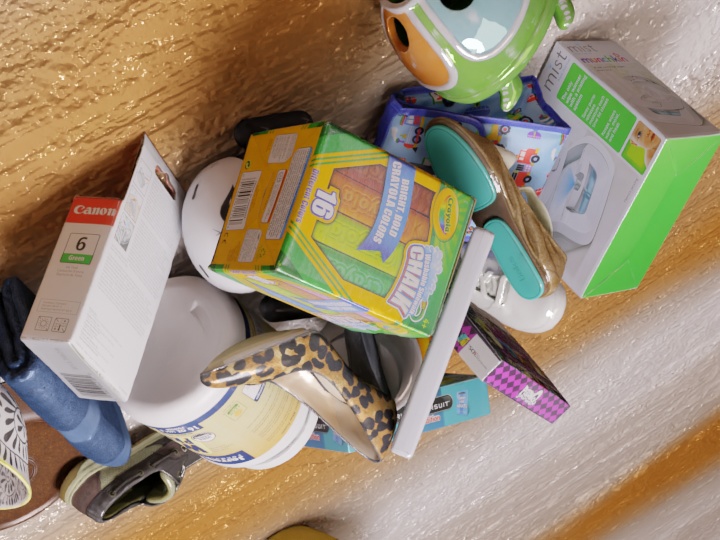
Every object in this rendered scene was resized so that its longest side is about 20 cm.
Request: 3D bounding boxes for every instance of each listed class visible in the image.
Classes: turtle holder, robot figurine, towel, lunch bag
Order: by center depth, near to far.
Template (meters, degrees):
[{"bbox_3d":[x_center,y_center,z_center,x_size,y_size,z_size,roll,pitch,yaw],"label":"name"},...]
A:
[{"bbox_3d":[0.099,-0.238,1.125,0.131,0.141,0.186,27,119,-36],"label":"turtle holder"},{"bbox_3d":[-0.266,0.096,1.173,0.048,0.112,0.200,-26,146,0],"label":"towel"},{"bbox_3d":[-0.060,-0.048,1.187,0.199,0.151,0.125,-10,144,-32],"label":"robot figurine"},{"bbox_3d":[0.081,-0.109,1.317,0.199,0.094,0.151,-2,134,-26],"label":"lunch bag"}]

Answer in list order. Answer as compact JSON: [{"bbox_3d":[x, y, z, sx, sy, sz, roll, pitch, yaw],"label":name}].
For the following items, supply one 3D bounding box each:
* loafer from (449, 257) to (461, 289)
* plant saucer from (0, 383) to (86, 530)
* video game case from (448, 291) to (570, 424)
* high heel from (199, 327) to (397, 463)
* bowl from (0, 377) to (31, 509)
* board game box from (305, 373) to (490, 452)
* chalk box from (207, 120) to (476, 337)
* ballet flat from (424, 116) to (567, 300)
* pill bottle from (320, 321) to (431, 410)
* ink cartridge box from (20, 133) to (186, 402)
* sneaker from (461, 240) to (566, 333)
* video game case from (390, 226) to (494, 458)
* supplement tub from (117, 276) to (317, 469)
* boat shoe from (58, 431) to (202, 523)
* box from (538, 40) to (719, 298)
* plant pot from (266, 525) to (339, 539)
[{"bbox_3d":[0.000,0.000,1.305,0.199,0.070,0.070,-8,145,2],"label":"loafer"},{"bbox_3d":[-0.339,0.187,1.277,0.200,0.035,0.201,-26,144,-21],"label":"plant saucer"},{"bbox_3d":[0.132,0.074,1.468,0.036,0.181,0.200,-45,146,8],"label":"video game case"},{"bbox_3d":[-0.047,0.120,1.173,0.199,0.071,0.143,-15,94,-41],"label":"high heel"},{"bbox_3d":[-0.353,0.114,1.098,0.199,0.095,0.201,10,151,6],"label":"bowl"},{"bbox_3d":[0.020,0.153,1.485,0.199,0.151,0.047,-10,94,-37],"label":"board game box"},{"bbox_3d":[0.003,-0.022,1.084,0.199,0.124,0.125,23,78,-30],"label":"chalk box"},{"bbox_3d":[0.134,-0.068,1.257,0.072,0.200,0.068,-41,-171,-37],"label":"ballet flat"},{"bbox_3d":[0.010,0.087,1.349,0.111,0.111,0.200,-48,180,12],"label":"pill bottle"},{"bbox_3d":[-0.208,-0.004,1.119,0.109,0.050,0.201,62,36,-55],"label":"ink cartridge box"},{"bbox_3d":[0.115,0.006,1.359,0.088,0.200,0.076,5,109,-46],"label":"sneaker"},{"bbox_3d":[0.072,0.066,1.193,0.182,0.022,0.201,59,52,-85],"label":"video game case"},{"bbox_3d":[-0.135,0.105,1.279,0.144,0.145,0.200,-42,146,3],"label":"supplement tub"},{"bbox_3d":[-0.214,0.210,1.366,0.200,0.066,0.072,-15,142,-51],"label":"boat shoe"},{"bbox_3d":[0.245,-0.107,1.375,0.096,0.177,0.201,-8,135,-38],"label":"box"},{"bbox_3d":[-0.069,0.409,1.688,0.199,0.142,0.201,-26,144,-21],"label":"plant pot"}]
